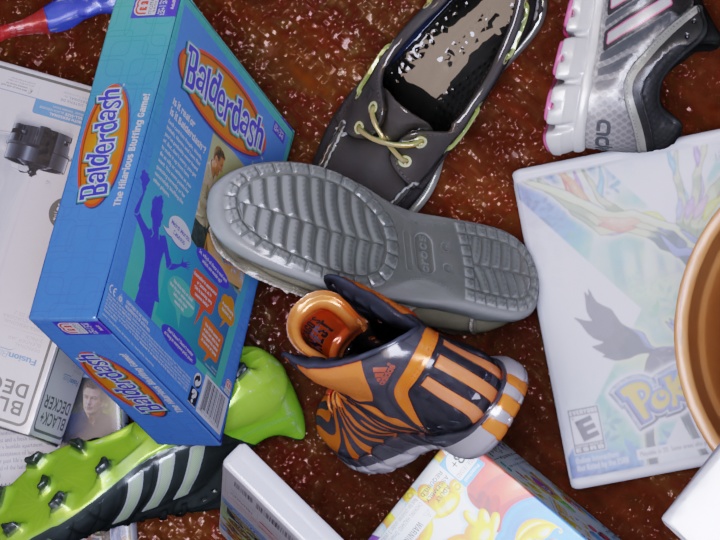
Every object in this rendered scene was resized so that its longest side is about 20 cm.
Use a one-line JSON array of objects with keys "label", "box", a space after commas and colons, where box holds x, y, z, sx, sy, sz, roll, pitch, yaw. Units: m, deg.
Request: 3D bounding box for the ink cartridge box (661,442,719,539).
[{"label": "ink cartridge box", "box": [0.239, 0.067, 1.398, 0.084, 0.145, 0.200, 39, 95, 9]}]

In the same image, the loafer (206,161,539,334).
[{"label": "loafer", "box": [0.000, 0.000, 1.605, 0.199, 0.070, 0.075, 18, 55, -24]}]

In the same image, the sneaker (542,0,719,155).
[{"label": "sneaker", "box": [0.161, -0.154, 1.618, 0.087, 0.074, 0.201, 13, 89, 3]}]

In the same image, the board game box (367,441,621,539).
[{"label": "board game box", "box": [0.104, 0.187, 1.603, 0.200, 0.105, 0.103, 39, 96, 9]}]

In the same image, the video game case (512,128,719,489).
[{"label": "video game case", "box": [0.198, 0.015, 1.631, 0.199, 0.022, 0.183, -11, 87, 10]}]

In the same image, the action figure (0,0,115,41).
[{"label": "action figure", "box": [-0.120, -0.172, 1.640, 0.199, 0.099, 0.065, -15, 91, -11]}]

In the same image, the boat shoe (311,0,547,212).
[{"label": "boat shoe", "box": [0.028, -0.093, 1.644, 0.072, 0.061, 0.201, 36, 95, 9]}]

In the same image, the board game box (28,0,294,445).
[{"label": "board game box", "box": [-0.103, -0.027, 1.582, 0.045, 0.152, 0.201, -1, 61, 26]}]

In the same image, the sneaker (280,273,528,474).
[{"label": "sneaker", "box": [0.002, 0.049, 1.563, 0.112, 0.200, 0.078, 33, 69, -18]}]

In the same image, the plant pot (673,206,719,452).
[{"label": "plant pot", "box": [0.267, 0.033, 1.538, 0.199, 0.140, 0.201, 0, 89, 9]}]

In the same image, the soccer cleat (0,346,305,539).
[{"label": "soccer cleat", "box": [-0.122, 0.117, 1.653, 0.200, 0.068, 0.081, -32, 126, 1]}]

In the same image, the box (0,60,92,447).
[{"label": "box", "box": [-0.200, -0.012, 1.668, 0.116, 0.060, 0.201, 17, 85, 13]}]

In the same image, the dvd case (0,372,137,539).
[{"label": "dvd case", "box": [-0.202, 0.120, 1.702, 0.142, 0.018, 0.201, -5, 89, 10]}]

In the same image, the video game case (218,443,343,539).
[{"label": "video game case", "box": [-0.021, 0.166, 1.580, 0.143, 0.200, 0.018, 44, 77, 8]}]
